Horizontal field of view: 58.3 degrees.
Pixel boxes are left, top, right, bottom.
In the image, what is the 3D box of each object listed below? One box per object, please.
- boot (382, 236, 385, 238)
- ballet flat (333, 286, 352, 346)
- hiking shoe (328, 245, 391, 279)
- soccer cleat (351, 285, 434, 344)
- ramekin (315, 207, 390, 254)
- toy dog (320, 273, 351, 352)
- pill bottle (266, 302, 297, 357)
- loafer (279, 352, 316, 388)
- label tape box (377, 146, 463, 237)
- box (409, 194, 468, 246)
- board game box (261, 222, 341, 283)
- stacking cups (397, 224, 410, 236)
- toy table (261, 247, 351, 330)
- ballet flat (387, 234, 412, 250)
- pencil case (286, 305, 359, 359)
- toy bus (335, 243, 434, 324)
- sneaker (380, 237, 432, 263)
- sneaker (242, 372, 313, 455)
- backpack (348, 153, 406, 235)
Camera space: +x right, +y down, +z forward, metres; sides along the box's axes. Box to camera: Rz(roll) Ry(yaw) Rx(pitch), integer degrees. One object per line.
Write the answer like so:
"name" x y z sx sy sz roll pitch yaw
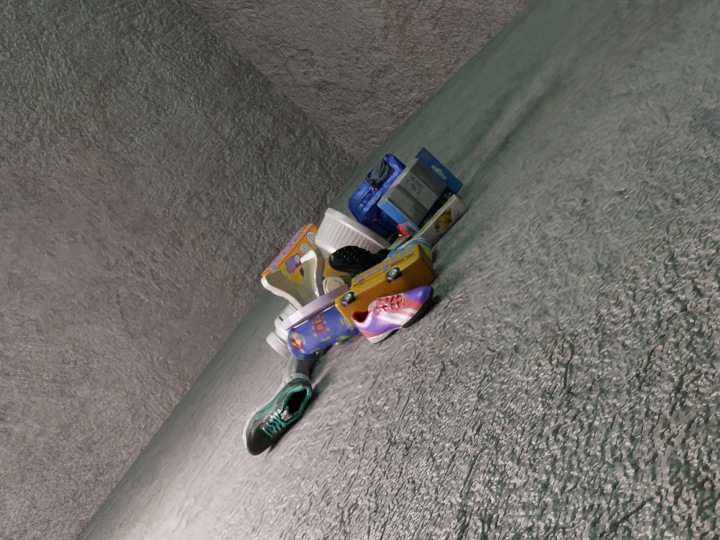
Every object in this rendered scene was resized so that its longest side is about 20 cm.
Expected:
"boot" 0.070 -0.145 1.957 0.200 0.066 0.165 -50 8 19
"ballet flat" -0.014 0.078 1.472 0.200 0.072 0.068 -48 28 2
"hiking shoe" 0.000 0.000 1.520 0.101 0.199 0.076 -54 49 34
"soccer cleat" 0.058 0.074 1.214 0.200 0.073 0.068 -38 16 46
"ramekin" -0.028 -0.075 1.760 0.105 0.200 0.200 -60 11 -1
"toy dog" -0.092 0.085 1.553 0.132 0.096 0.201 78 -145 -70
"pill bottle" -0.163 0.138 1.766 0.200 0.111 0.111 -49 11 -1
"loafer" -0.153 0.226 1.541 0.070 0.070 0.200 -35 16 21
"label tape box" 0.156 -0.186 1.519 0.200 0.144 0.063 -53 12 -18
"box" 0.158 -0.084 1.447 0.200 0.039 0.041 -47 10 13
"board game box" -0.148 0.003 1.927 0.200 0.200 0.200 -50 11 -9
"stacking cups" 0.154 -0.151 1.608 0.060 0.060 0.200 -37 13 46
"toy table" -0.119 0.040 1.403 0.200 0.117 0.184 -33 -7 30
"ballet flat" 0.061 -0.045 1.615 0.200 0.046 0.067 -39 -8 15
"pencil case" -0.066 0.127 1.408 0.200 0.087 0.078 -28 61 21
"toy bus" 0.047 0.028 1.294 0.200 0.065 0.078 -29 31 18
"sneaker" 0.077 -0.002 1.409 0.200 0.074 0.082 -34 18 25
"sneaker" -0.171 0.302 1.354 0.200 0.078 0.091 -54 16 -14
"backpack" 0.073 -0.190 1.778 0.200 0.162 0.168 -43 51 14
